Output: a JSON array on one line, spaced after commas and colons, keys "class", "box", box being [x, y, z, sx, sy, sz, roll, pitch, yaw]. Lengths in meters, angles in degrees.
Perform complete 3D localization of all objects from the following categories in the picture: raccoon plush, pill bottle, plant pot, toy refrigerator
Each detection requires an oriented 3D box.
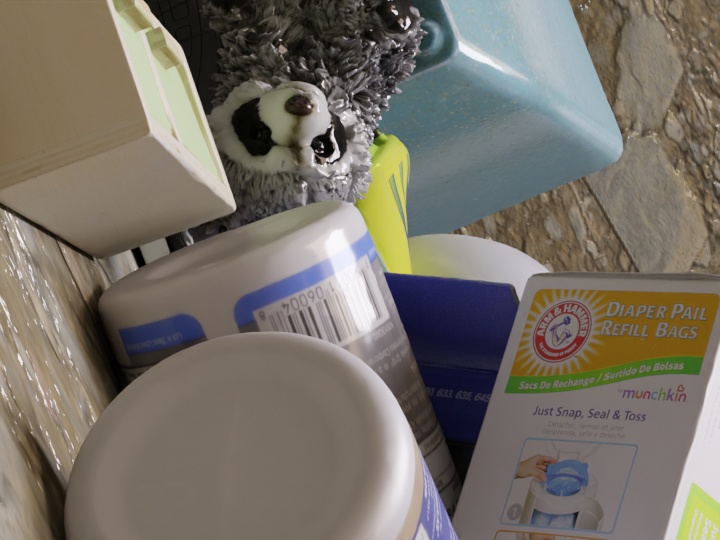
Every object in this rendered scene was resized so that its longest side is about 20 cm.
[{"class": "raccoon plush", "box": [-0.020, -0.050, 1.213, 0.200, 0.096, 0.134, 58, 39, -65]}, {"class": "pill bottle", "box": [-0.020, 0.083, 1.073, 0.114, 0.113, 0.201, -88, 159, -81]}, {"class": "pill bottle", "box": [-0.016, 0.122, 0.901, 0.200, 0.115, 0.116, 68, 4, -48]}, {"class": "plant pot", "box": [0.014, -0.133, 1.532, 0.200, 0.195, 0.197, 25, 44, -72]}, {"class": "toy refrigerator", "box": [-0.099, -0.061, 1.015, 0.200, 0.070, 0.076, 46, 24, -81]}]

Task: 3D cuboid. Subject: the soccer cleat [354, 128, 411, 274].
[{"class": "soccer cleat", "box": [-0.001, 0.001, 1.286, 0.084, 0.065, 0.200, 48, 24, -18]}]

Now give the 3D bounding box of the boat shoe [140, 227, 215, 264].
[{"class": "boat shoe", "box": [-0.073, -0.028, 1.324, 0.201, 0.060, 0.072, -71, 141, -85]}]

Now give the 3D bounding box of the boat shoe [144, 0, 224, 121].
[{"class": "boat shoe", "box": [-0.111, -0.137, 1.271, 0.202, 0.074, 0.065, 64, 5, 25]}]

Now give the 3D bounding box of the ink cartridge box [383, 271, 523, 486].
[{"class": "ink cartridge box", "box": [0.015, 0.093, 1.169, 0.197, 0.047, 0.200, 4, -52, 44]}]

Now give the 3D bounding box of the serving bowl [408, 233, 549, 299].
[{"class": "serving bowl", "box": [0.020, 0.072, 1.322, 0.066, 0.200, 0.201, 24, 40, -49]}]

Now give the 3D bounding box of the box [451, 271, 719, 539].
[{"class": "box", "box": [0.106, 0.113, 1.044, 0.112, 0.101, 0.201, 38, 63, -44]}]
